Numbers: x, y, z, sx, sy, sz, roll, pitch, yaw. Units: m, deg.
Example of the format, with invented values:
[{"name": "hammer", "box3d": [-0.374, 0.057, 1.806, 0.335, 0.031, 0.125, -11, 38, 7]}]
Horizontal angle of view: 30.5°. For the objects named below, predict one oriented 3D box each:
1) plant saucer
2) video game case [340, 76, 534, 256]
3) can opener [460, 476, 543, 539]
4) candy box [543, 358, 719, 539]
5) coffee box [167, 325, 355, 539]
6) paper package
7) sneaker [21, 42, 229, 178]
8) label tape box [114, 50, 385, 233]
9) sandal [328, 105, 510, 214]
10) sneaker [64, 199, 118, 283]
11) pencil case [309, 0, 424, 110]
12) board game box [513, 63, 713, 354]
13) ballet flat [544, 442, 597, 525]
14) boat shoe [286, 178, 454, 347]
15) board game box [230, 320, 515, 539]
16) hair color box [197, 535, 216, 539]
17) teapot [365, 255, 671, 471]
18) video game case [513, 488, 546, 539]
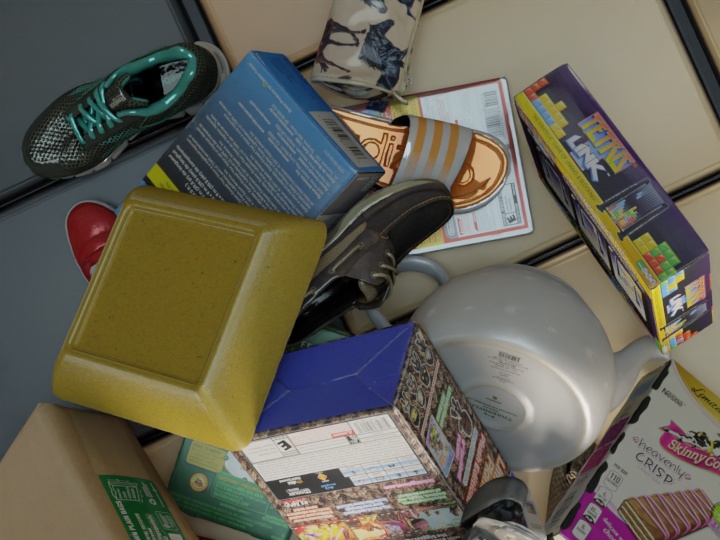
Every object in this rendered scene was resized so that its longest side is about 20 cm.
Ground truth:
[{"name": "plant saucer", "box3d": [-0.150, 0.025, 1.068, 0.199, 0.048, 0.201, 12, 72, 27]}, {"name": "video game case", "box3d": [0.046, -0.086, 1.188, 0.199, 0.017, 0.144, -10, 91, 2]}, {"name": "can opener", "box3d": [0.089, 0.221, 1.022, 0.053, 0.200, 0.067, 22, 56, -4]}, {"name": "candy box", "box3d": [0.257, 0.195, 1.120, 0.136, 0.061, 0.200, 39, 62, 0]}, {"name": "coffee box", "box3d": [-0.089, 0.133, 1.182, 0.123, 0.044, 0.201, 17, 92, 2]}, {"name": "paper package", "box3d": [-0.237, 0.244, 1.093, 0.191, 0.103, 0.200, -55, 50, 20]}, {"name": "sneaker", "box3d": [-0.213, -0.147, 1.152, 0.200, 0.091, 0.078, -30, 89, 2]}, {"name": "label tape box", "box3d": [-0.099, -0.069, 1.150, 0.200, 0.063, 0.144, -45, 77, 22]}, {"name": "sandal", "box3d": [0.028, -0.099, 1.149, 0.206, 0.059, 0.079, 11, 91, 2]}, {"name": "sneaker", "box3d": [-0.206, 0.027, 1.149, 0.071, 0.112, 0.200, -31, 90, 8]}, {"name": "pencil case", "box3d": [0.025, -0.243, 1.149, 0.089, 0.078, 0.201, 17, 87, -2]}, {"name": "board game box", "box3d": [0.209, -0.048, 1.076, 0.057, 0.165, 0.200, -32, 65, 1]}, {"name": "ballet flat", "box3d": [0.191, 0.249, 1.173, 0.067, 0.046, 0.201, 6, 91, 3]}, {"name": "boat shoe", "box3d": [0.000, 0.000, 1.113, 0.200, 0.075, 0.073, -34, 56, 0]}, {"name": "board game box", "box3d": [0.015, 0.158, 1.083, 0.159, 0.097, 0.200, -14, 125, 27]}, {"name": "hair color box", "box3d": [-0.135, 0.296, 1.178, 0.199, 0.061, 0.102, 13, 90, 1]}, {"name": "teapot", "box3d": [0.127, 0.063, 1.127, 0.197, 0.146, 0.200, -20, 122, 38]}, {"name": "video game case", "box3d": [0.125, 0.266, 1.098, 0.018, 0.200, 0.144, 13, 91, 3]}]
